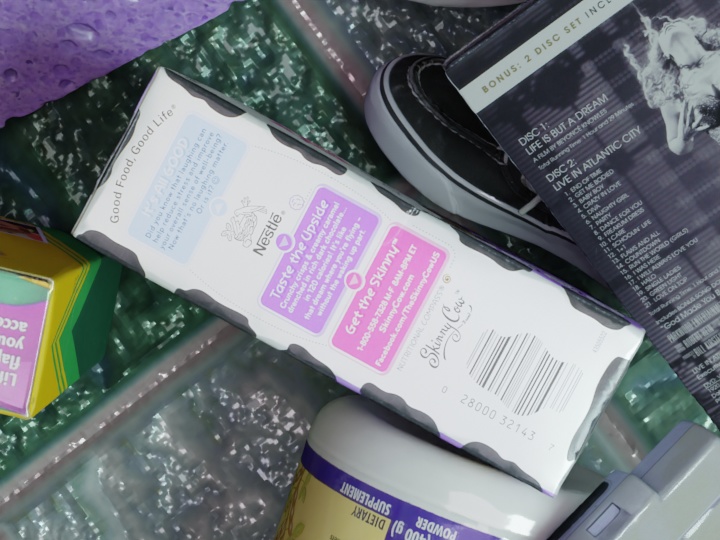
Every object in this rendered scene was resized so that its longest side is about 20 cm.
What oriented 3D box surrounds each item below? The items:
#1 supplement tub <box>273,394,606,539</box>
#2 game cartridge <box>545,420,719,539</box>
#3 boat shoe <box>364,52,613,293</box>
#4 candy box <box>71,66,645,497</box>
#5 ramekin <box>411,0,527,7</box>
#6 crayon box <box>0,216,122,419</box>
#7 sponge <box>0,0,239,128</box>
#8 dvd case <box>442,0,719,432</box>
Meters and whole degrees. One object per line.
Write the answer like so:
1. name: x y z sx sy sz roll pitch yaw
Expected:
1. supplement tub: 0.020 0.165 0.771 0.144 0.145 0.201 19 93 0
2. game cartridge: 0.086 0.165 0.703 0.200 0.038 0.130 -43 112 -11
3. boat shoe: 0.090 -0.042 0.768 0.199 0.068 0.073 38 53 20
4. candy box: 0.000 0.000 0.751 0.199 0.168 0.072 28 93 -1
5. ramekin: 0.048 -0.208 0.725 0.201 0.094 0.204 -11 58 19
6. crayon box: -0.205 0.000 0.752 0.198 0.173 0.059 12 94 0
7. sponge: -0.136 -0.120 0.781 0.199 0.112 0.030 -28 49 2
8. dvd case: 0.147 -0.040 0.698 0.148 0.016 0.200 -35 106 17
